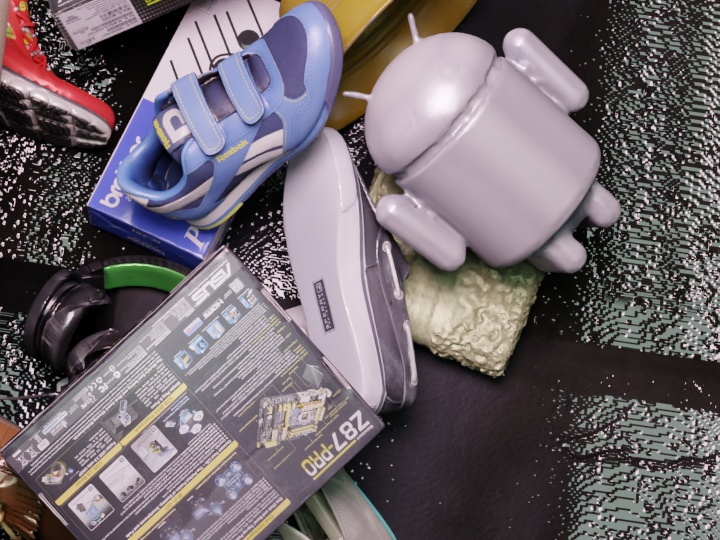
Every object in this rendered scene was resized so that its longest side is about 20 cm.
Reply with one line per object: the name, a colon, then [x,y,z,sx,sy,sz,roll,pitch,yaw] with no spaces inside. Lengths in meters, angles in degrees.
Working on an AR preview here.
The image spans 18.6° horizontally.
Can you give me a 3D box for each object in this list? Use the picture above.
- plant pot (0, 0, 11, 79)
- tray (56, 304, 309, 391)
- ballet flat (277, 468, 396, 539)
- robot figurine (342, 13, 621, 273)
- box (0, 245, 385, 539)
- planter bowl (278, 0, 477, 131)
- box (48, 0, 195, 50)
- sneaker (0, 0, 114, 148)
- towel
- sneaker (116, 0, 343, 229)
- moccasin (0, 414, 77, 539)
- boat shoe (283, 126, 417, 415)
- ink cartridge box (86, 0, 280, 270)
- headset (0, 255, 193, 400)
plant pot: [-0.317,-0.115,1.463,0.199,0.200,0.185,16,93,1]
tray: [-0.104,0.096,1.534,0.198,0.022,0.108,-17,75,-8]
ballet flat: [-0.046,0.133,1.482,0.064,0.067,0.201,-35,94,-31]
robot figurine: [0.083,-0.081,1.495,0.200,0.113,0.170,41,77,-13]
box: [-0.108,0.108,1.428,0.200,0.049,0.161,-43,93,-4]
planter bowl: [0.004,-0.190,1.527,0.200,0.201,0.084,-42,81,-13]
box: [-0.140,-0.271,1.569,0.199,0.048,0.194,-23,50,4]
sneaker: [-0.254,-0.161,1.573,0.199,0.077,0.085,31,69,5]
towel: [0.070,-0.034,1.573,0.147,0.037,0.201,18,73,1]
sneaker: [-0.086,-0.101,1.455,0.082,0.200,0.074,10,44,-42]
moccasin: [-0.249,0.139,1.478,0.201,0.074,0.078,39,51,7]
boat shoe: [0.000,0.000,1.505,0.067,0.072,0.202,-6,80,-37]
ink cartridge box: [-0.110,-0.107,1.579,0.093,0.044,0.201,24,74,4]
headset: [-0.185,0.047,1.490,0.199,0.094,0.124,-26,54,-26]
